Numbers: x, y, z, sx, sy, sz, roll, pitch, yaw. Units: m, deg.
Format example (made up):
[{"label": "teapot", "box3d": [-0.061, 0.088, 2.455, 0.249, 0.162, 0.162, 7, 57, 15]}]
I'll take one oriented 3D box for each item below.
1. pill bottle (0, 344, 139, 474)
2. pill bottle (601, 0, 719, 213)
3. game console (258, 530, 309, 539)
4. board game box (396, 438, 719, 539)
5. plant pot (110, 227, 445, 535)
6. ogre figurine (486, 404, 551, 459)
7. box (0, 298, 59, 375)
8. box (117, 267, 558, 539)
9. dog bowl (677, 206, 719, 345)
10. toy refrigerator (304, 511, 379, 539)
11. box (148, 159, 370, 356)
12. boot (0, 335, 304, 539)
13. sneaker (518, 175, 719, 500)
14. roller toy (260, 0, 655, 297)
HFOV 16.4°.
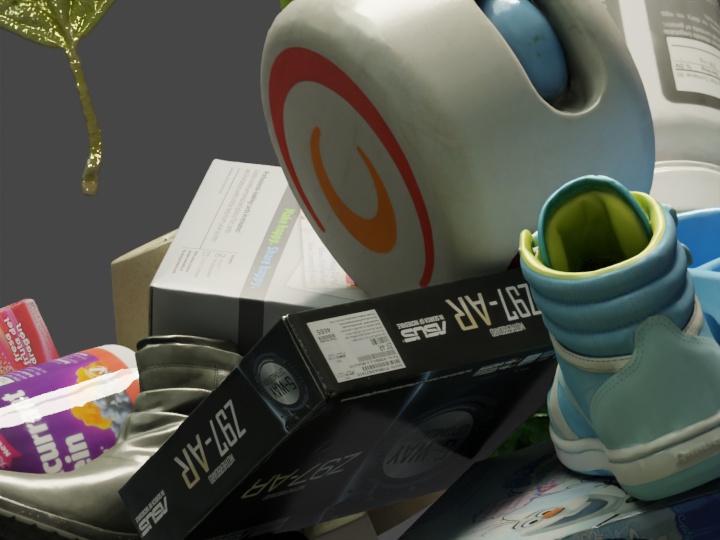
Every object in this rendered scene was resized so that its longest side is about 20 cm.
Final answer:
[{"label": "pill bottle", "box3d": [-0.206, 0.118, 1.387, 0.200, 0.112, 0.111, -17, 1, -32]}, {"label": "pill bottle", "box3d": [0.158, -0.098, 1.429, 0.114, 0.200, 0.114, -5, -26, -3]}, {"label": "game console", "box3d": [-0.080, 0.202, 1.187, 0.200, 0.116, 0.176, -22, 36, 32]}, {"label": "board game box", "box3d": [0.112, 0.108, 1.128, 0.199, 0.043, 0.200, -19, 7, 25]}, {"label": "plant pot", "box3d": [-0.066, 0.067, 1.483, 0.187, 0.200, 0.187, -24, 6, 3]}, {"label": "ogre figurine", "box3d": [0.157, 0.046, 1.329, 0.200, 0.098, 0.120, -38, 17, 25]}, {"label": "box", "box3d": [-0.219, 0.132, 1.519, 0.100, 0.200, 0.095, -21, 4, 26]}, {"label": "box", "box3d": [0.007, 0.064, 1.173, 0.200, 0.044, 0.160, -10, -26, -43]}, {"label": "dog bowl", "box3d": [0.192, 0.008, 1.175, 0.111, 0.050, 0.200, -22, 17, -31]}, {"label": "toy refrigerator", "box3d": [-0.094, 0.153, 1.333, 0.200, 0.076, 0.070, -24, -30, -2]}, {"label": "box", "box3d": [0.000, 0.000, 1.351, 0.200, 0.041, 0.156, 8, 29, 7]}, {"label": "boot", "box3d": [-0.114, 0.092, 1.260, 0.200, 0.131, 0.068, 14, -28, -21]}, {"label": "sneaker", "box3d": [0.109, 0.020, 1.076, 0.079, 0.131, 0.200, -24, 5, -9]}, {"label": "roller toy", "box3d": [0.052, -0.073, 1.242, 0.140, 0.200, 0.182, -29, 34, -22]}]
